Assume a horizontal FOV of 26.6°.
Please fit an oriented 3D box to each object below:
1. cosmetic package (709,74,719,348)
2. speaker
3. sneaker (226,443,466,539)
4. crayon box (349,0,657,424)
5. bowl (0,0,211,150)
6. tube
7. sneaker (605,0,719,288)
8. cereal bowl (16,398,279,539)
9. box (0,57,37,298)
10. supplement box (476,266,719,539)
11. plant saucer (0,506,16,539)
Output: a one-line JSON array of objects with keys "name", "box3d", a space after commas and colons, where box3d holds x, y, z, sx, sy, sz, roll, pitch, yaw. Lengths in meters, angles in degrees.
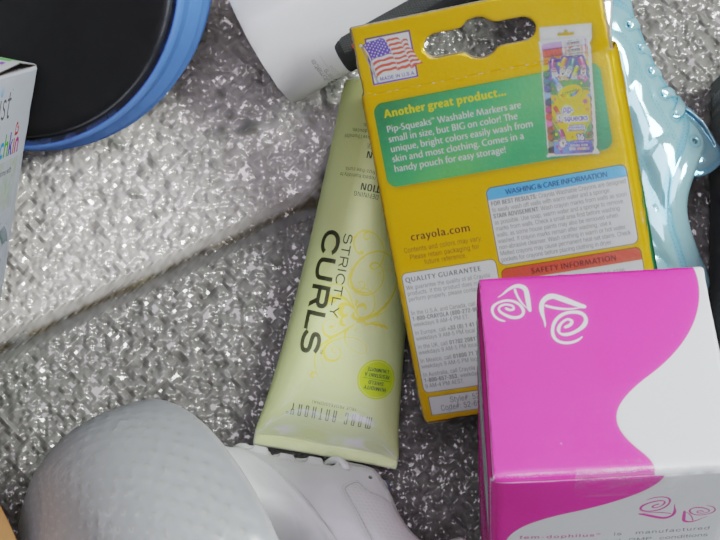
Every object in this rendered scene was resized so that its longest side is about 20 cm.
[{"name": "cosmetic package", "box3d": [0.232, -0.016, 0.785, 0.090, 0.107, 0.201, 0, 78, -3]}, {"name": "speaker", "box3d": [0.030, -0.168, 0.791, 0.200, 0.081, 0.081, -28, 82, 9]}, {"name": "sneaker", "box3d": [-0.035, 0.128, 0.777, 0.200, 0.075, 0.087, 34, 64, 1]}, {"name": "crayon box", "box3d": [0.077, -0.034, 0.754, 0.125, 0.052, 0.201, -9, 99, 13]}, {"name": "bowl", "box3d": [-0.176, -0.157, 0.779, 0.200, 0.039, 0.201, 3, 108, 9]}, {"name": "tube", "box3d": [0.000, 0.000, 0.804, 0.058, 0.052, 0.201, 6, 82, 38]}, {"name": "sneaker", "box3d": [0.149, -0.077, 0.813, 0.082, 0.074, 0.201, -4, 91, -4]}, {"name": "cereal bowl", "box3d": [-0.104, 0.164, 0.688, 0.083, 0.200, 0.201, -15, 80, -30]}, {"name": "box", "box3d": [-0.278, -0.034, 0.745, 0.199, 0.097, 0.177, 11, 101, 0]}, {"name": "supplement box", "box3d": [0.106, 0.097, 0.698, 0.101, 0.200, 0.104, -3, 56, 2]}, {"name": "plant saucer", "box3d": [-0.192, 0.162, 0.705, 0.037, 0.200, 0.201, -13, 79, -35]}]
